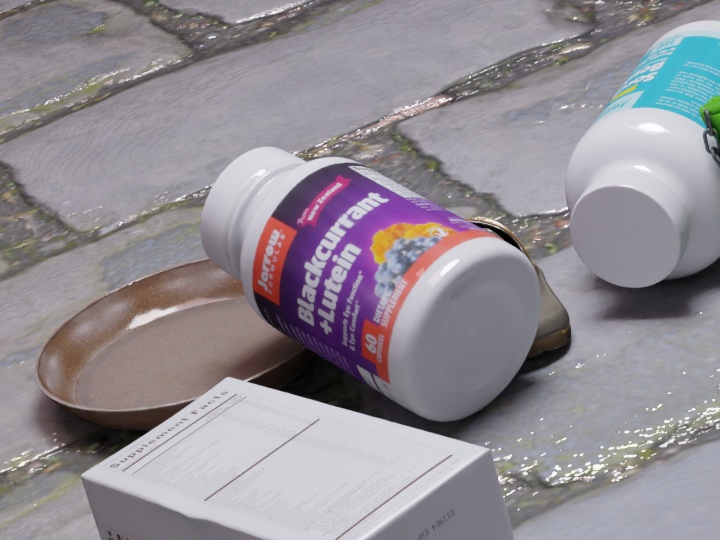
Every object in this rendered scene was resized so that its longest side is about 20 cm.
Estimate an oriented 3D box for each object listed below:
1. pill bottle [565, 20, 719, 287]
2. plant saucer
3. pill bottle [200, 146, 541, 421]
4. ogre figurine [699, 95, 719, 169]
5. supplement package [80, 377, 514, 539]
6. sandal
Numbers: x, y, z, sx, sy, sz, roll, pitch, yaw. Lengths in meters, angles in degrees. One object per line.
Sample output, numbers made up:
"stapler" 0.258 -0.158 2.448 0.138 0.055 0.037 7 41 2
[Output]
"pill bottle" 0.193 -0.067 1.803 0.111 0.111 0.200 -2 27 27
"plant saucer" -0.103 0.048 1.832 0.200 0.032 0.200 -13 23 6
"pill bottle" 0.000 0.000 1.726 0.111 0.112 0.200 -31 42 -31
"ogre figurine" 0.296 -0.046 1.684 0.199 0.120 0.098 -6 26 19
"supplement package" -0.028 0.142 1.486 0.114 0.110 0.200 -33 30 -33
"sandal" 0.067 0.000 1.803 0.082 0.055 0.200 -20 24 -10
